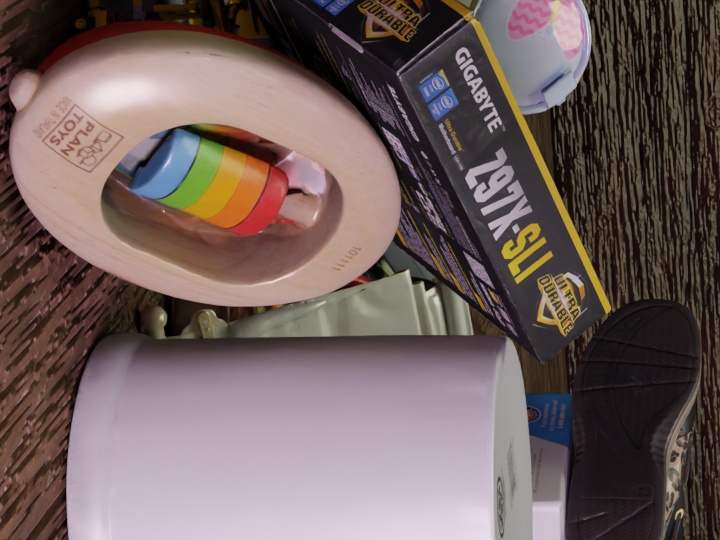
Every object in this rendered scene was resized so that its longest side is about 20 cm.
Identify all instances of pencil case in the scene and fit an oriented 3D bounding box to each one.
[{"bbox_3d":[0.058,-0.144,1.426,0.200,0.083,0.091,29,-40,66],"label":"pencil case"}]

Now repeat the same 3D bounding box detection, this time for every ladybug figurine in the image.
[{"bbox_3d":[-0.072,-0.054,1.105,0.200,0.136,0.072,26,33,-36],"label":"ladybug figurine"}]

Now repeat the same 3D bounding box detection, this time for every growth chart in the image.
[{"bbox_3d":[-0.020,0.068,1.329,0.018,0.200,0.145,-140,-137,-56],"label":"growth chart"}]

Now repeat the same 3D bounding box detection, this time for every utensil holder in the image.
[{"bbox_3d":[-0.024,0.113,1.194,0.170,0.200,0.170,-2,90,-79],"label":"utensil holder"}]

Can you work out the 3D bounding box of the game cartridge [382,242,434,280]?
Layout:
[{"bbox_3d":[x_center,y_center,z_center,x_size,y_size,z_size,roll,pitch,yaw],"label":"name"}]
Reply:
[{"bbox_3d":[0.002,-0.093,1.628,0.133,0.041,0.200,62,8,-63],"label":"game cartridge"}]

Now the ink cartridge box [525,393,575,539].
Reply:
[{"bbox_3d":[0.028,0.167,1.465,0.147,0.200,0.145,-70,158,-65],"label":"ink cartridge box"}]

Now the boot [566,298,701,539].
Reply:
[{"bbox_3d":[0.166,0.133,1.461,0.151,0.073,0.200,76,19,-50],"label":"boot"}]

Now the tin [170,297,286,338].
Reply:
[{"bbox_3d":[-0.071,0.008,1.402,0.200,0.042,0.112,-79,159,-53],"label":"tin"}]

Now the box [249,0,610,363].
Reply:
[{"bbox_3d":[0.027,-0.066,1.148,0.160,0.049,0.200,43,-14,47],"label":"box"}]

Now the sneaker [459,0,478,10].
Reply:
[{"bbox_3d":[-0.006,-0.180,1.370,0.067,0.090,0.200,-66,-155,10],"label":"sneaker"}]

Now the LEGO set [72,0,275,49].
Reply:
[{"bbox_3d":[-0.062,-0.087,1.243,0.200,0.116,0.154,52,37,-72],"label":"LEGO set"}]

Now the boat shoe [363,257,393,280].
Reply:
[{"bbox_3d":[-0.014,0.015,1.641,0.201,0.072,0.066,64,31,-54],"label":"boat shoe"}]

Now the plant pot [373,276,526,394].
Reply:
[{"bbox_3d":[0.037,0.109,1.603,0.187,0.187,0.200,-80,159,-49],"label":"plant pot"}]

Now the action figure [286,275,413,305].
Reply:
[{"bbox_3d":[0.000,0.000,1.375,0.200,0.099,0.065,83,1,-59],"label":"action figure"}]
